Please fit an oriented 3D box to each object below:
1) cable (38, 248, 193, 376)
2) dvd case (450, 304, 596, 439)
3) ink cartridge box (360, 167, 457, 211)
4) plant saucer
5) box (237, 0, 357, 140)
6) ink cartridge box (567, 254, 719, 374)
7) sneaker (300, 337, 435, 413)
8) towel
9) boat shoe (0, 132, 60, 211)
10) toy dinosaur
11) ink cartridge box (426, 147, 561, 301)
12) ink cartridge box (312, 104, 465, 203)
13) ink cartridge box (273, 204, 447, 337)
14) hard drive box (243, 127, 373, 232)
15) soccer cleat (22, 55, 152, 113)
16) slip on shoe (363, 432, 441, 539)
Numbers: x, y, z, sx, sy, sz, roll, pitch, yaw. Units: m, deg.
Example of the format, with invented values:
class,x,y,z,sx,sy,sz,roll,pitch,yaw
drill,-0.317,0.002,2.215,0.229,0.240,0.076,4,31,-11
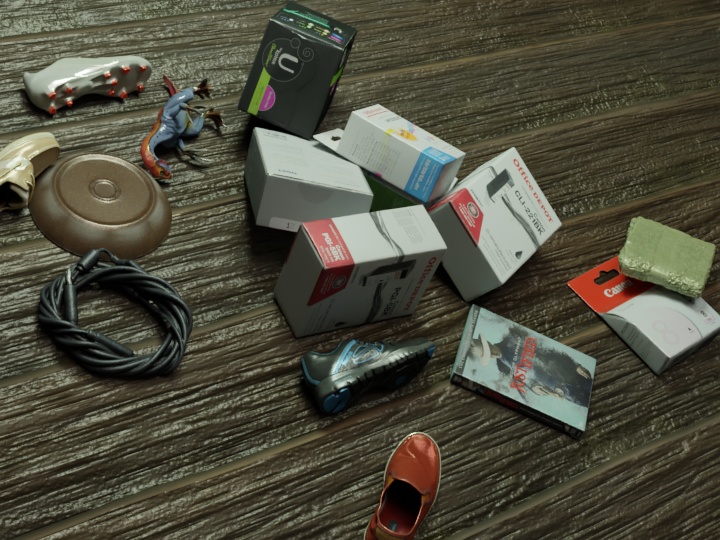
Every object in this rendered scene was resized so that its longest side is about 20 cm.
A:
class,x,y,z,sx,sy,sz,roll,pitch,yaw
cable,-0.305,0.058,1.586,0.199,0.051,0.163,40,45,15
dvd case,0.231,0.139,1.771,0.197,0.022,0.147,24,43,0
ink cartridge box,0.083,-0.116,1.925,0.198,0.060,0.104,31,43,7
plant saucer,-0.352,-0.099,1.730,0.197,0.037,0.202,12,44,-12
box,-0.092,-0.309,1.927,0.123,0.150,0.200,22,20,-2
ink cartridge box,0.439,0.050,1.934,0.161,0.057,0.201,-23,65,-39
sneaker,0.013,0.115,1.657,0.198,0.074,0.082,-16,54,-36
towel,0.486,-0.021,2.002,0.146,0.037,0.200,20,28,10
boat shoe,-0.466,-0.110,1.667,0.069,0.074,0.200,39,54,14
toy dinosaur,-0.275,-0.202,1.858,0.198,0.106,0.181,13,37,40
ink cartridge box,0.194,-0.071,1.877,0.145,0.083,0.200,57,45,-6
ink cartridge box,0.042,-0.183,1.851,0.198,0.069,0.115,30,21,12
ink cartridge box,0.000,0.000,1.710,0.197,0.148,0.083,-10,54,-31
hard drive box,-0.078,-0.123,1.796,0.153,0.078,0.201,11,21,-14
soccer cleat,-0.403,-0.290,1.874,0.198,0.070,0.078,-21,56,-34
slip on shoe,0.057,0.269,1.536,0.073,0.062,0.201,25,41,4
